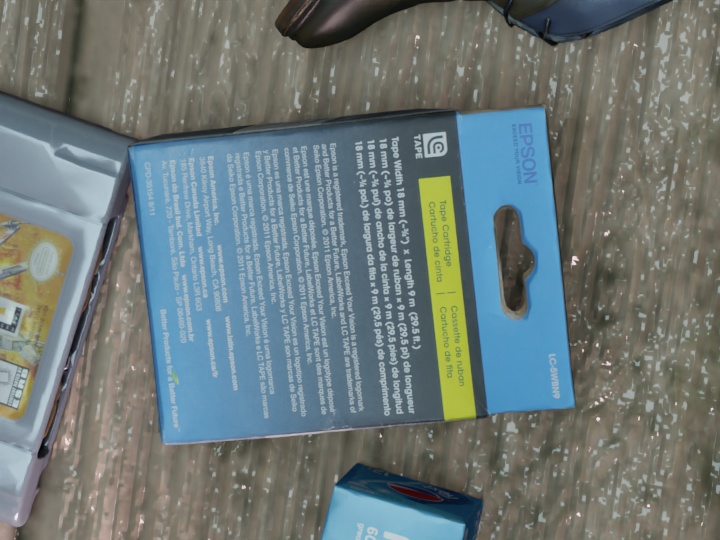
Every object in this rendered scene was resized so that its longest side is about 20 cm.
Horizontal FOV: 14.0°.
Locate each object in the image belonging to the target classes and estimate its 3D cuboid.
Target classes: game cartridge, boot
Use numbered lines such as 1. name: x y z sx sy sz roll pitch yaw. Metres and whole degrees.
1. game cartridge: -0.197 0.011 1.434 0.133 0.042 0.201 18 99 4
2. boot: 0.063 -0.131 1.350 0.200 0.075 0.097 -30 87 10

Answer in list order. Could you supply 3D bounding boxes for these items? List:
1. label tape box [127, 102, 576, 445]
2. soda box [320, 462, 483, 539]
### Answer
1. label tape box: 0.000 0.000 1.381 0.199 0.063 0.145 -5 95 11
2. soda box: -0.001 0.200 1.402 0.068 0.064 0.201 16 98 9
